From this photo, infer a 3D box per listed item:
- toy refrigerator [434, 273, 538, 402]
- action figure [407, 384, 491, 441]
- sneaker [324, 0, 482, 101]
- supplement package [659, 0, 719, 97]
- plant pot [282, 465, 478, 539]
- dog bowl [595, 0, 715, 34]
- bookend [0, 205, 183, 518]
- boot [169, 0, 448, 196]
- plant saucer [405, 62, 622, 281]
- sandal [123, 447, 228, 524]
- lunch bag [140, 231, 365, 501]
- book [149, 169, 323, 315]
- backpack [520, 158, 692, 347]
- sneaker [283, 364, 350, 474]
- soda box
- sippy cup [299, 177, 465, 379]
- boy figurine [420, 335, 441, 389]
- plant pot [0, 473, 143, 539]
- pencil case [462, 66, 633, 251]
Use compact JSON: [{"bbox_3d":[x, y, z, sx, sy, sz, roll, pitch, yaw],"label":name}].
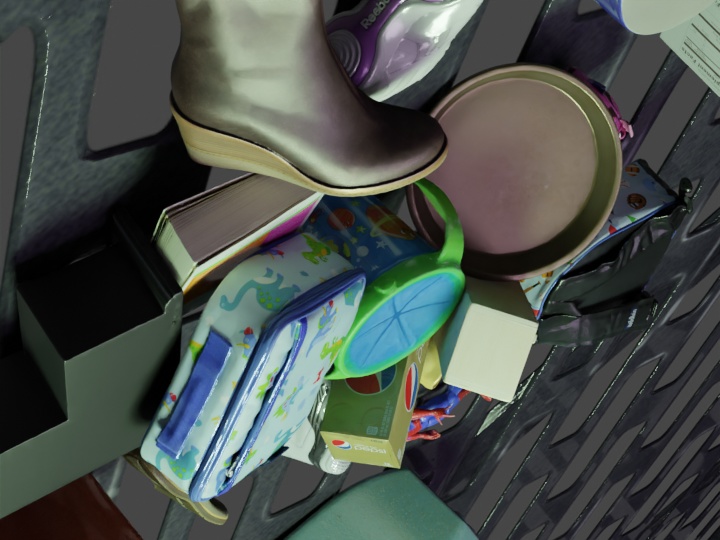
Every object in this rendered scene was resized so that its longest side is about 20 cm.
[{"bbox_3d":[0.113,0.048,1.310,0.200,0.070,0.076,-89,-163,-78],"label":"toy refrigerator"},{"bbox_3d":[0.081,0.178,1.758,0.199,0.052,0.066,-24,155,-25],"label":"action figure"},{"bbox_3d":[0.043,-0.196,1.065,0.200,0.075,0.099,-40,164,20],"label":"sneaker"},{"bbox_3d":[0.378,-0.271,1.338,0.113,0.110,0.200,-27,153,-23],"label":"supplement package"},{"bbox_3d":[0.042,0.372,1.865,0.200,0.196,0.196,-46,156,-5],"label":"plant pot"},{"bbox_3d":[0.263,-0.294,1.178,0.199,0.079,0.201,-31,154,-17],"label":"dog bowl"},{"bbox_3d":[-0.242,0.080,1.088,0.199,0.092,0.199,-27,153,-24],"label":"bookend"},{"bbox_3d":[-0.031,-0.130,0.976,0.198,0.073,0.167,2,142,-4],"label":"boot"},{"bbox_3d":[0.134,-0.088,1.279,0.199,0.029,0.201,-3,111,-9],"label":"plant saucer"},{"bbox_3d":[-0.173,0.202,1.429,0.054,0.080,0.200,-56,154,-15],"label":"sandal"},{"bbox_3d":[-0.084,0.077,1.127,0.161,0.082,0.201,-27,149,-59],"label":"lunch bag"},{"bbox_3d":[-0.102,-0.018,1.116,0.133,0.048,0.200,-28,171,-25],"label":"book"},{"bbox_3d":[0.229,-0.020,1.505,0.190,0.154,0.201,-31,147,-32],"label":"backpack"},{"bbox_3d":[-0.066,0.095,1.369,0.075,0.114,0.201,-42,133,-63],"label":"sneaker"},{"bbox_3d":[0.022,0.077,1.338,0.064,0.067,0.201,68,32,-57],"label":"soda box"},{"bbox_3d":[0.000,0.000,1.244,0.177,0.130,0.140,-34,154,-12],"label":"sippy cup"},{"bbox_3d":[0.129,0.072,1.625,0.199,0.065,0.125,-22,153,-40],"label":"boy figurine"},{"bbox_3d":[-0.267,0.267,1.245,0.200,0.196,0.201,-31,155,-17],"label":"plant pot"},{"bbox_3d":[0.154,-0.098,1.339,0.200,0.094,0.091,-42,155,7],"label":"pencil case"}]
